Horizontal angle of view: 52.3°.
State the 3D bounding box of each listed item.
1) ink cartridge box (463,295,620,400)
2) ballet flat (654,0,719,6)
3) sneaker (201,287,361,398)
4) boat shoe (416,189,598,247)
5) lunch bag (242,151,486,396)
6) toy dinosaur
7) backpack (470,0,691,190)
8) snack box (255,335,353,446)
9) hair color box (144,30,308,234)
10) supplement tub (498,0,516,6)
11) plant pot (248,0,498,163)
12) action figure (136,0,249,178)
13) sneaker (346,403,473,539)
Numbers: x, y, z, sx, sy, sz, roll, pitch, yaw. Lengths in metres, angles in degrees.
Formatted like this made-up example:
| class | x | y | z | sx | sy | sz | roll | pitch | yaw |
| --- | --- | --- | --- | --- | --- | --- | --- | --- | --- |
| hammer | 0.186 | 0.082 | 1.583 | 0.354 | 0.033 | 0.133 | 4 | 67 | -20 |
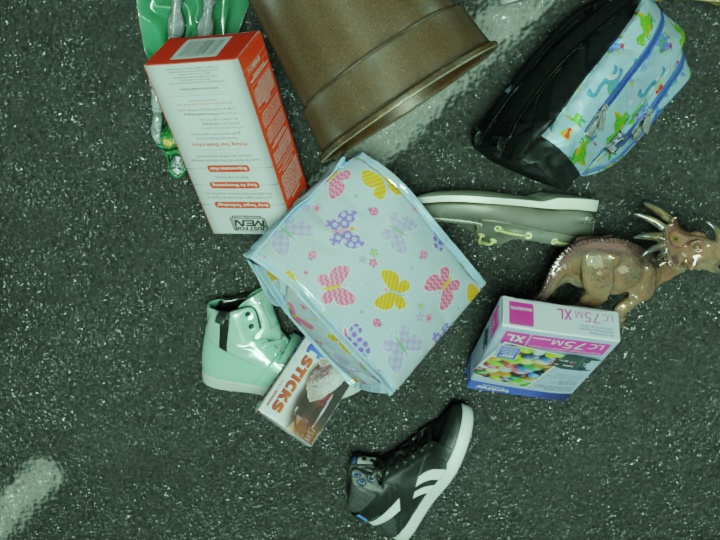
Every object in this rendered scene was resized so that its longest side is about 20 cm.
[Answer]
| class | x | y | z | sx | sy | sz | roll | pitch | yaw |
| --- | --- | --- | --- | --- | --- | --- | --- | --- | --- |
| ink cartridge box | 0.186 | 0.095 | 0.792 | 0.119 | 0.200 | 0.042 | 8 | 62 | -1 |
| ballet flat | 0.323 | -0.297 | 0.722 | 0.199 | 0.071 | 0.071 | 6 | 107 | 0 |
| sneaker | -0.086 | 0.083 | 0.839 | 0.199 | 0.074 | 0.119 | 4 | 113 | 3 |
| boat shoe | 0.156 | -0.055 | 0.796 | 0.201 | 0.072 | 0.061 | 2 | 102 | -3 |
| lunch bag | 0.000 | 0.000 | 0.764 | 0.200 | 0.127 | 0.170 | 48 | 70 | -18 |
| toy dinosaur | 0.264 | -0.008 | 0.758 | 0.199 | 0.086 | 0.136 | -5 | 139 | -8 |
| backpack | 0.222 | -0.178 | 0.724 | 0.153 | 0.163 | 0.201 | 23 | 99 | -14 |
| snack box | -0.032 | 0.090 | 0.816 | 0.072 | 0.024 | 0.200 | 36 | 71 | -8 |
| hair color box | -0.126 | -0.131 | 0.737 | 0.101 | 0.061 | 0.201 | 2 | 132 | 18 |
| supplement tub | 0.166 | -0.360 | 0.667 | 0.144 | 0.145 | 0.201 | -14 | 106 | 6 |
| plant pot | -0.006 | -0.239 | 0.691 | 0.200 | 0.200 | 0.199 | -31 | 96 | 10 |
| action figure | -0.185 | -0.195 | 0.777 | 0.118 | 0.055 | 0.201 | 8 | 111 | -4 |
| sneaker | 0.047 | 0.231 | 0.882 | 0.111 | 0.073 | 0.201 | 24 | 107 | -7 |
